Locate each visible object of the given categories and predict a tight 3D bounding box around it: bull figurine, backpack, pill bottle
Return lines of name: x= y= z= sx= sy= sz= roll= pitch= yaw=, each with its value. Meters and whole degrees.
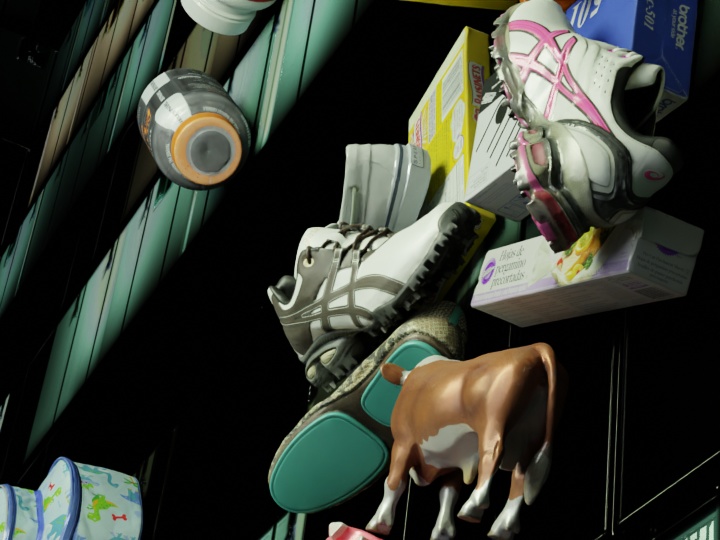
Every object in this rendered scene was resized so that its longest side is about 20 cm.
bull figurine: x=0.058 y=0.098 z=1.135 sx=0.200 sy=0.065 sz=0.122 roll=151 pitch=134 yaw=-65
backpack: x=-0.296 y=0.282 z=1.834 sx=0.201 sy=0.146 sz=0.183 roll=-62 pitch=21 yaw=13
pill bottle: x=-0.118 y=-0.358 z=2.086 sx=0.200 sy=0.112 sz=0.113 roll=-56 pitch=22 yaw=36
pill bottle: x=-0.174 y=-0.146 z=2.023 sx=0.107 sy=0.106 sz=0.200 roll=-66 pitch=18 yaw=9

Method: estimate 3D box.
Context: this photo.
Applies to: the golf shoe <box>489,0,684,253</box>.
golf shoe: x=0.126 y=-0.091 z=1.055 sx=0.092 sy=0.073 sz=0.201 roll=-25 pitch=37 yaw=14

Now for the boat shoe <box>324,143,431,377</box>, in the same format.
boat shoe: x=-0.006 y=-0.012 z=1.384 sx=0.074 sy=0.066 sz=0.201 roll=-92 pitch=16 yaw=-57

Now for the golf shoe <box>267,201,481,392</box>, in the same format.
golf shoe: x=0.000 y=0.000 z=1.289 sx=0.078 sy=0.095 sz=0.200 roll=-33 pitch=-9 yaw=-47

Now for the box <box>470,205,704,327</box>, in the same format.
box: x=0.124 y=0.000 z=1.088 sx=0.200 sy=0.041 sz=0.039 roll=-19 pitch=51 yaw=69

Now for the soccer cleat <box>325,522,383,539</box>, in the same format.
soccer cleat: x=0.037 y=0.206 z=1.097 sx=0.067 sy=0.076 sz=0.200 roll=-50 pitch=33 yaw=-10

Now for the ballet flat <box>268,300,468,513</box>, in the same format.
ballet flat: x=0.012 y=0.091 z=1.301 sx=0.200 sy=0.068 sz=0.075 roll=-49 pitch=4 yaw=35

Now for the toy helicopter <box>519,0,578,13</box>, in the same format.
toy helicopter: x=0.143 y=-0.260 z=1.185 sx=0.200 sy=0.079 sz=0.133 roll=-37 pitch=67 yaw=8

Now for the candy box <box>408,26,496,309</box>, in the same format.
candy box: x=0.064 y=-0.074 z=1.370 sx=0.201 sy=0.026 sz=0.102 roll=-88 pitch=20 yaw=-45

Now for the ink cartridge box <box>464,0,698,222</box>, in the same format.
ink cartridge box: x=0.134 y=-0.111 z=1.179 sx=0.200 sy=0.044 sz=0.095 roll=-37 pitch=37 yaw=58

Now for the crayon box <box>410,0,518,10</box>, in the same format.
crayon box: x=0.061 y=-0.261 z=1.306 sx=0.173 sy=0.199 sz=0.059 roll=-53 pitch=48 yaw=42
